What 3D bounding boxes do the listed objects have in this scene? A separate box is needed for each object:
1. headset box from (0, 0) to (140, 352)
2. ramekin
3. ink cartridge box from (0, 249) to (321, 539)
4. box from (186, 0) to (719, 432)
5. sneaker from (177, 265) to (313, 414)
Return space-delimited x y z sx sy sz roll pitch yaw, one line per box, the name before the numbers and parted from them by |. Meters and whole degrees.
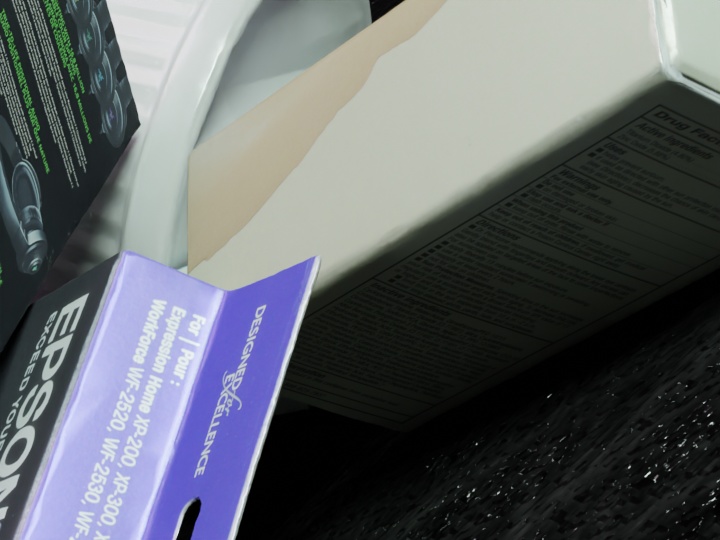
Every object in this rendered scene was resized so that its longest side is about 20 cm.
headset box | -0.182 -0.039 0.751 0.174 0.093 0.200 -5 29 17
ramekin | -0.075 -0.043 0.920 0.202 0.094 0.203 17 -90 -73
ink cartridge box | -0.103 0.096 0.673 0.200 0.043 0.199 -26 41 51
box | 0.044 -0.031 0.683 0.200 0.095 0.078 -30 51 40
sneaker | 0.000 0.000 0.869 0.081 0.077 0.200 -8 20 26
